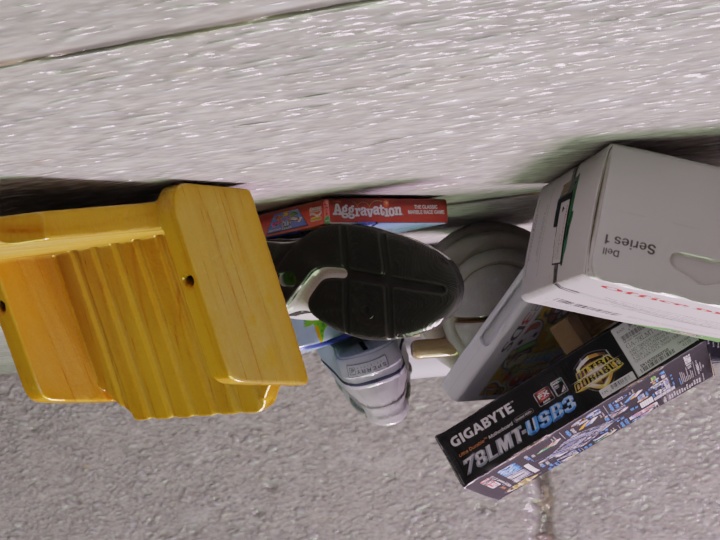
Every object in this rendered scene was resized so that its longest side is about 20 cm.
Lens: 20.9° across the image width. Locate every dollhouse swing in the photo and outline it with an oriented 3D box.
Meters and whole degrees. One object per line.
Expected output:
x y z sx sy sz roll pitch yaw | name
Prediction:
-0.177 0.035 1.207 0.199 0.183 0.175 -7 -165 41 | dollhouse swing

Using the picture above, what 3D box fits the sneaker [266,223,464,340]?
0.000 0.000 1.329 0.199 0.076 0.115 2 -171 33 | sneaker

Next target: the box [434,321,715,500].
0.161 0.097 1.429 0.197 0.050 0.200 -30 166 6 | box

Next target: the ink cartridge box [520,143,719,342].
0.193 -0.012 1.219 0.145 0.085 0.200 12 173 -6 | ink cartridge box

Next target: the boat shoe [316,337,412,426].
0.004 0.081 1.565 0.073 0.067 0.200 -16 -172 3 | boat shoe

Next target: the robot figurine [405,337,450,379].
0.066 0.039 1.766 0.199 0.114 0.169 -7 -166 30 | robot figurine

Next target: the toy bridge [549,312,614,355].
0.220 -0.004 1.380 0.199 0.027 0.067 -36 175 21 | toy bridge

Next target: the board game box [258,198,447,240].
-0.039 -0.029 1.390 0.102 0.020 0.199 -3 176 -37 | board game box

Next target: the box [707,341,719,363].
0.293 0.048 2.077 0.195 0.119 0.199 -7 174 33 | box

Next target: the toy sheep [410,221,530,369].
0.101 0.026 1.534 0.136 0.139 0.200 -4 -166 -1 | toy sheep

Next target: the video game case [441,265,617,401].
0.165 0.020 1.441 0.199 0.023 0.183 1 128 -56 | video game case

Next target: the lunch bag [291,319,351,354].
-0.083 0.027 1.572 0.199 0.083 0.160 -8 -175 39 | lunch bag
